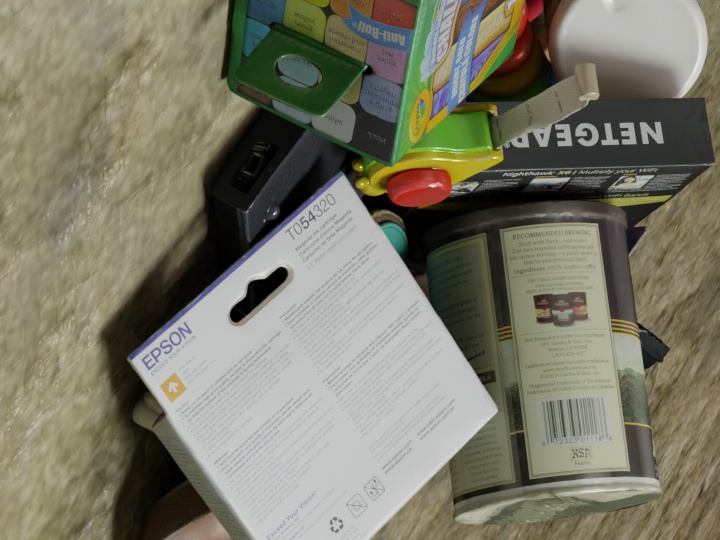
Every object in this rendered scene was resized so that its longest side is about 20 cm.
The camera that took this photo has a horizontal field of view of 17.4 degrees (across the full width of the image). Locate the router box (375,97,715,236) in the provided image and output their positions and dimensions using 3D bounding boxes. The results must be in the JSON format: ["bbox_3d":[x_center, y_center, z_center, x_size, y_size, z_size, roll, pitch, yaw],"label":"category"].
[{"bbox_3d":[0.126,-0.071,1.655,0.157,0.199,0.052,136,-51,-67],"label":"router box"}]

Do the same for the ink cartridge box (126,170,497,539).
[{"bbox_3d":[-0.033,0.073,1.494,0.196,0.200,0.043,-42,-163,-26],"label":"ink cartridge box"}]

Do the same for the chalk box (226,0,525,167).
[{"bbox_3d":[0.004,-0.156,1.395,0.200,0.125,0.124,-44,153,-46],"label":"chalk box"}]

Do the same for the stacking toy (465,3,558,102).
[{"bbox_3d":[0.107,-0.145,1.699,0.085,0.085,0.200,-57,156,-18],"label":"stacking toy"}]

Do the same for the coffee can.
[{"bbox_3d":[0.124,0.066,1.634,0.146,0.146,0.201,33,49,-71],"label":"coffee can"}]

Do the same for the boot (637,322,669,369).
[{"bbox_3d":[0.131,0.081,1.802,0.198,0.073,0.163,28,97,-43],"label":"boot"}]

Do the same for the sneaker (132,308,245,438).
[{"bbox_3d":[-0.073,0.065,1.560,0.200,0.074,0.080,-12,125,-66],"label":"sneaker"}]

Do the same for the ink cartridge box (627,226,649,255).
[{"bbox_3d":[0.133,0.039,1.951,0.200,0.041,0.200,-59,-163,-13],"label":"ink cartridge box"}]

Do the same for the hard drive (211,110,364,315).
[{"bbox_3d":[-0.030,-0.075,1.535,0.200,0.042,0.135,-53,158,-30],"label":"hard drive"}]

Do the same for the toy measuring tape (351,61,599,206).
[{"bbox_3d":[0.058,-0.089,1.478,0.200,0.074,0.074,-25,-166,45],"label":"toy measuring tape"}]

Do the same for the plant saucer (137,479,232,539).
[{"bbox_3d":[-0.069,0.148,1.609,0.200,0.035,0.200,-26,168,-6],"label":"plant saucer"}]

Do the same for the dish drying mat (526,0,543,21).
[{"bbox_3d":[0.088,-0.182,1.741,0.200,0.018,0.077,-43,153,-43],"label":"dish drying mat"}]

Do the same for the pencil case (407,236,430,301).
[{"bbox_3d":[0.074,-0.003,1.815,0.200,0.089,0.078,59,18,-63],"label":"pencil case"}]

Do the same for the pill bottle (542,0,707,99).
[{"bbox_3d":[0.190,-0.194,1.724,0.200,0.112,0.113,-84,-169,-66],"label":"pill bottle"}]

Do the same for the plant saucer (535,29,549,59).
[{"bbox_3d":[0.126,-0.110,1.902,0.200,0.037,0.200,-51,156,-32],"label":"plant saucer"}]

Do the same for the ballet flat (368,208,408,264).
[{"bbox_3d":[0.000,0.000,1.679,0.070,0.065,0.200,-37,154,-13],"label":"ballet flat"}]
